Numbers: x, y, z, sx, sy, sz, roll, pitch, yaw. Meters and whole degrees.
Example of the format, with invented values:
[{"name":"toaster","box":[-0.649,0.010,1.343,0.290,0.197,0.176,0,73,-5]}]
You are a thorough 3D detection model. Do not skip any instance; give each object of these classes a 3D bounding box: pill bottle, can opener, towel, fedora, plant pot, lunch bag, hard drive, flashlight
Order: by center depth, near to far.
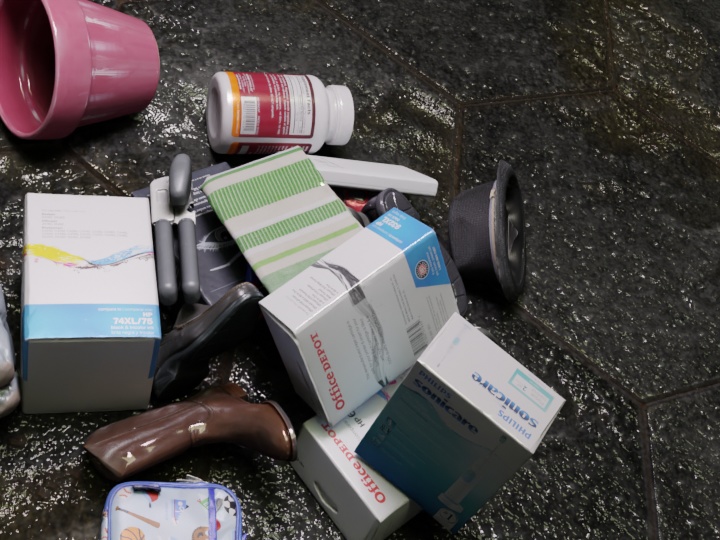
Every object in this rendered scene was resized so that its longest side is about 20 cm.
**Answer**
[{"name":"lunch bag","box":[-0.189,0.309,1.090,0.157,0.076,0.203,7,51,-17]},{"name":"can opener","box":[-0.215,-0.048,1.229,0.051,0.067,0.203,-5,51,-8]},{"name":"towel","box":[-0.085,-0.059,1.257,0.151,0.024,0.201,-21,56,-26]},{"name":"plant pot","box":[-0.377,-0.279,1.436,0.177,0.201,0.201,-7,53,-43]},{"name":"flashlight","box":[-0.061,-0.089,1.473,0.196,0.068,0.069,5,91,-10]},{"name":"fedora","box":[0.174,-0.051,1.491,0.090,0.202,0.203,-5,45,19]},{"name":"hard drive","box":[-0.007,-0.135,1.493,0.196,0.027,0.132,5,13,-24]},{"name":"pill bottle","box":[-0.115,-0.223,1.526,0.196,0.114,0.114,-2,52,-22]}]

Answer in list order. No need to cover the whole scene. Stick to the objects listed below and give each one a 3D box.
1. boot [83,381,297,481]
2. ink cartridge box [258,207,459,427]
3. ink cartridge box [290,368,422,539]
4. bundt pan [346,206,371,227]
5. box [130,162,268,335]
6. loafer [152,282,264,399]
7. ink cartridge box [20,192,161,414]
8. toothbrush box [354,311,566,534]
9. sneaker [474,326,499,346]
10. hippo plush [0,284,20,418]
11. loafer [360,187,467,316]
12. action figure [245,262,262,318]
[{"name":"boot","box":[-0.188,0.190,1.153,0.197,0.066,0.185,-15,17,-33]},{"name":"ink cartridge box","box":[0.003,0.050,1.193,0.199,0.147,0.083,-35,39,-19]},{"name":"ink cartridge box","box":[0.036,0.208,1.247,0.198,0.085,0.145,-29,66,-34]},{"name":"bundt pan","box":[0.000,0.000,1.339,0.202,0.075,0.203,45,20,-21]},{"name":"box","box":[-0.185,-0.016,1.335,0.146,0.105,0.201,-21,62,-33]},{"name":"loafer","box":[-0.183,0.067,1.202,0.072,0.200,0.073,-2,57,-52]},{"name":"ink cartridge box","box":[-0.312,0.036,1.217,0.143,0.148,0.203,1,52,-19]},{"name":"toothbrush box","box":[0.099,0.164,1.117,0.146,0.201,0.085,37,50,8]},{"name":"sneaker","box":[0.123,0.099,1.307,0.067,0.202,0.109,-33,58,-4]},{"name":"hippo plush","box":[-0.449,0.080,1.115,0.158,0.203,0.160,-10,33,-17]},{"name":"loafer","box":[0.072,-0.017,1.442,0.202,0.063,0.072,57,46,-9]},{"name":"action figure","box":[-0.120,-0.037,1.276,0.064,0.052,0.202,-3,51,-20]}]
